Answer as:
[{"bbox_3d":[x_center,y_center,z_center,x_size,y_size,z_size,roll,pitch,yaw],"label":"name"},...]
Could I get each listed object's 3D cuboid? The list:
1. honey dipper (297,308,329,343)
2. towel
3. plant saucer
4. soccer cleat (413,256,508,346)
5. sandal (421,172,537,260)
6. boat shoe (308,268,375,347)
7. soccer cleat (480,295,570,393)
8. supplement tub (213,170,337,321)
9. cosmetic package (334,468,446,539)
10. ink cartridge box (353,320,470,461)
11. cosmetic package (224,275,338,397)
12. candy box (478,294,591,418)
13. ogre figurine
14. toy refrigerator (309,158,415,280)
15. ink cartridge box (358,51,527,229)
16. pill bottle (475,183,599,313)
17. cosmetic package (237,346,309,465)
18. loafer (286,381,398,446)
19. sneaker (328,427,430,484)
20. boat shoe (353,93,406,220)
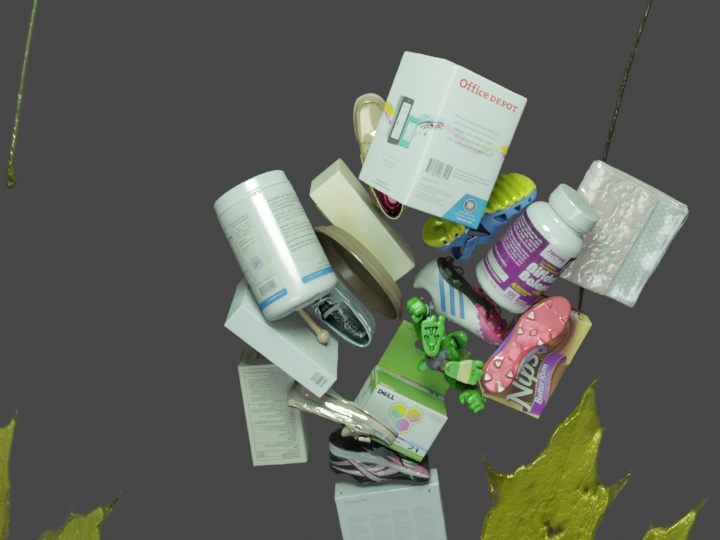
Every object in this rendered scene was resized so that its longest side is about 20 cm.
[{"bbox_3d":[-0.119,0.040,1.377,0.038,0.038,0.200,-43,87,16],"label":"honey dipper"},{"bbox_3d":[0.419,-0.056,1.377,0.188,0.032,0.203,23,110,-9],"label":"towel"},{"bbox_3d":[0.000,0.000,1.322,0.029,0.200,0.201,-44,108,-11],"label":"plant saucer"},{"bbox_3d":[0.170,0.061,1.413,0.086,0.070,0.200,-32,110,32],"label":"soccer cleat"},{"bbox_3d":[0.199,-0.084,1.348,0.197,0.080,0.087,-29,130,12],"label":"sandal"},{"bbox_3d":[-0.049,0.053,1.398,0.200,0.072,0.070,42,107,-15],"label":"boat shoe"},{"bbox_3d":[0.270,0.121,1.380,0.066,0.076,0.201,40,91,1],"label":"soccer cleat"},{"bbox_3d":[-0.131,-0.037,1.295,0.130,0.132,0.203,-26,86,11],"label":"supplement tub"},{"bbox_3d":[0.060,0.465,1.571,0.195,0.052,0.154,-8,114,3],"label":"cosmetic package"},{"bbox_3d":[0.090,0.212,1.461,0.146,0.076,0.202,25,111,-10],"label":"ink cartridge box"},{"bbox_3d":[-0.125,0.100,1.375,0.199,0.151,0.052,39,110,-15],"label":"cosmetic package"},{"bbox_3d":[0.301,0.146,1.446,0.115,0.057,0.203,22,109,-8],"label":"candy box"},{"bbox_3d":[0.136,0.136,1.381,0.199,0.120,0.099,38,87,-1],"label":"ogre figurine"},{"bbox_3d":[0.002,-0.074,1.344,0.069,0.076,0.201,-35,109,14],"label":"toy refrigerator"},{"bbox_3d":[0.118,-0.192,1.217,0.145,0.146,0.204,15,102,-33],"label":"ink cartridge box"},{"bbox_3d":[0.285,-0.036,1.328,0.111,0.113,0.201,32,117,-13],"label":"pill bottle"},{"bbox_3d":[-0.152,0.239,1.474,0.101,0.073,0.204,-4,113,2],"label":"cosmetic package"},{"bbox_3d":[-0.033,0.249,1.399,0.198,0.072,0.063,31,70,5],"label":"loafer"},{"bbox_3d":[0.032,0.355,1.529,0.196,0.081,0.088,16,119,5],"label":"sneaker"},{"bbox_3d":[0.037,-0.175,1.306,0.072,0.069,0.204,-16,112,6],"label":"boat shoe"}]
